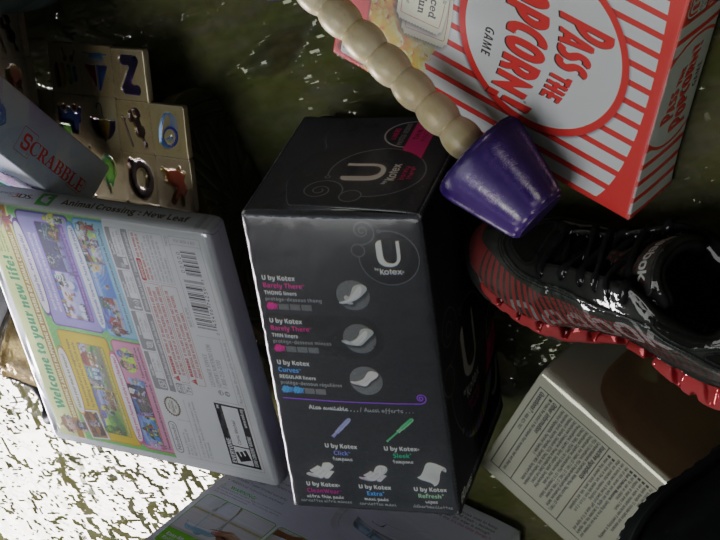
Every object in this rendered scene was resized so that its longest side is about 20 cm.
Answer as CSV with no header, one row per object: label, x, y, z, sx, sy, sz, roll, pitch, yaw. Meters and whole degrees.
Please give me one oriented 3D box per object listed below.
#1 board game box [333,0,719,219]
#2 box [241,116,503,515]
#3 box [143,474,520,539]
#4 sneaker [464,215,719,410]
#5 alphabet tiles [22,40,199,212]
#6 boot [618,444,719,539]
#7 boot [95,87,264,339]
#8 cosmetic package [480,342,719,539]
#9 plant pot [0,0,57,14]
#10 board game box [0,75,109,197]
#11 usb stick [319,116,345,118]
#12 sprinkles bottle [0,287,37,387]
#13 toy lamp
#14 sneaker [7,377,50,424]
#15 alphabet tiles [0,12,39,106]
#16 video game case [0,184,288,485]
board game box,0.085,-0.139,1.045,0.200,0.046,0.152,31,136,23
box,0.012,0.025,1.153,0.106,0.122,0.200,1,122,17
box,-0.025,0.209,1.301,0.200,0.176,0.097,20,130,32
sneaker,0.141,0.005,1.063,0.200,0.071,0.098,24,155,27
alphabet tiles,-0.158,-0.046,1.289,0.166,0.006,0.200,10,111,44
boot,0.229,0.118,0.990,0.162,0.198,0.073,-14,111,54
boot,-0.138,-0.023,1.331,0.200,0.066,0.175,-18,93,47
cosmetic package,0.177,0.132,1.137,0.200,0.071,0.105,43,140,11
plant pot,-0.274,-0.240,1.218,0.200,0.134,0.201,20,122,35
board game box,-0.287,-0.117,1.252,0.199,0.041,0.200,19,166,35
usb stick,0.000,0.000,1.237,0.055,0.033,0.200,14,127,34
sprinkles bottle,-0.173,0.066,1.377,0.200,0.068,0.068,20,133,9
toy lamp,0.025,-0.098,1.054,0.200,0.058,0.058,47,140,9
sneaker,-0.254,0.026,1.454,0.200,0.084,0.077,50,142,3
alphabet tiles,-0.281,-0.129,1.384,0.200,0.008,0.167,5,107,47
video game case,-0.144,0.040,1.268,0.182,0.022,0.200,9,130,29
